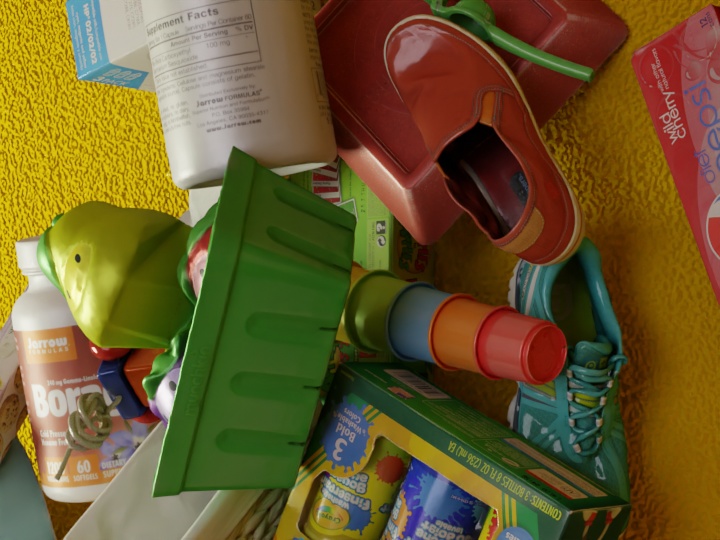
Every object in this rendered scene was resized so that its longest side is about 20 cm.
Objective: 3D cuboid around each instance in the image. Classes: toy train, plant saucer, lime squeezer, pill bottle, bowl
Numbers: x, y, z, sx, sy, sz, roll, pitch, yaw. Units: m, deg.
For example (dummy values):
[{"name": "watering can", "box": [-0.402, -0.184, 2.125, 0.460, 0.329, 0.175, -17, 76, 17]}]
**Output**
[{"name": "toy train", "box": [-0.128, 0.073, 1.357, 0.115, 0.085, 0.200, -2, 44, 25]}, {"name": "plant saucer", "box": [0.048, -0.153, 1.312, 0.200, 0.037, 0.200, -47, 58, 9]}, {"name": "lime squeezer", "box": [0.078, -0.181, 1.269, 0.038, 0.070, 0.200, 90, 156, -57]}, {"name": "pill bottle", "box": [-0.087, -0.162, 1.296, 0.114, 0.114, 0.201, -10, 89, 40]}, {"name": "pill bottle", "box": [-0.207, 0.069, 1.485, 0.112, 0.112, 0.201, -5, 97, 41]}, {"name": "bowl", "box": [-0.309, 0.236, 1.539, 0.201, 0.105, 0.202, 166, 90, -70]}]

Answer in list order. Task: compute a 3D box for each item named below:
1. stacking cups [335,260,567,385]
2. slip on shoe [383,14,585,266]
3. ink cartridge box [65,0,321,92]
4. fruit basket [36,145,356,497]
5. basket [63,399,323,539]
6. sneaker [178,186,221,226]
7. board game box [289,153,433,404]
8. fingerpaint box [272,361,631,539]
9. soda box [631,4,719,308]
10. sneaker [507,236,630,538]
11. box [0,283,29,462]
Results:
[{"name": "stacking cups", "box": [0.050, 0.039, 1.245, 0.200, 0.060, 0.061, 16, 98, 46]}, {"name": "slip on shoe", "box": [0.070, -0.088, 1.216, 0.074, 0.061, 0.200, -45, 59, 27]}, {"name": "ink cartridge box", "box": [-0.110, -0.197, 1.438, 0.200, 0.115, 0.068, -20, 75, 39]}, {"name": "fruit basket", "box": [-0.116, 0.024, 1.227, 0.216, 0.215, 0.156, -53, 15, 26]}, {"name": "basket", "box": [-0.099, 0.186, 1.339, 0.135, 0.200, 0.124, -6, 127, 46]}, {"name": "sneaker", "box": [-0.098, -0.036, 1.454, 0.075, 0.089, 0.200, 40, 143, 2]}, {"name": "board game box", "box": [0.000, 0.000, 1.375, 0.101, 0.048, 0.201, -3, 85, 42]}, {"name": "fingerpaint box", "box": [0.046, 0.174, 1.209, 0.200, 0.073, 0.167, 31, 107, 36]}, {"name": "soda box", "box": [0.234, -0.055, 1.162, 0.070, 0.063, 0.201, -31, 68, 36]}, {"name": "sneaker", "box": [0.133, 0.073, 1.216, 0.080, 0.077, 0.201, 141, 122, -71]}, {"name": "box", "box": [-0.278, 0.086, 1.536, 0.039, 0.042, 0.200, -1, 43, 27]}]
